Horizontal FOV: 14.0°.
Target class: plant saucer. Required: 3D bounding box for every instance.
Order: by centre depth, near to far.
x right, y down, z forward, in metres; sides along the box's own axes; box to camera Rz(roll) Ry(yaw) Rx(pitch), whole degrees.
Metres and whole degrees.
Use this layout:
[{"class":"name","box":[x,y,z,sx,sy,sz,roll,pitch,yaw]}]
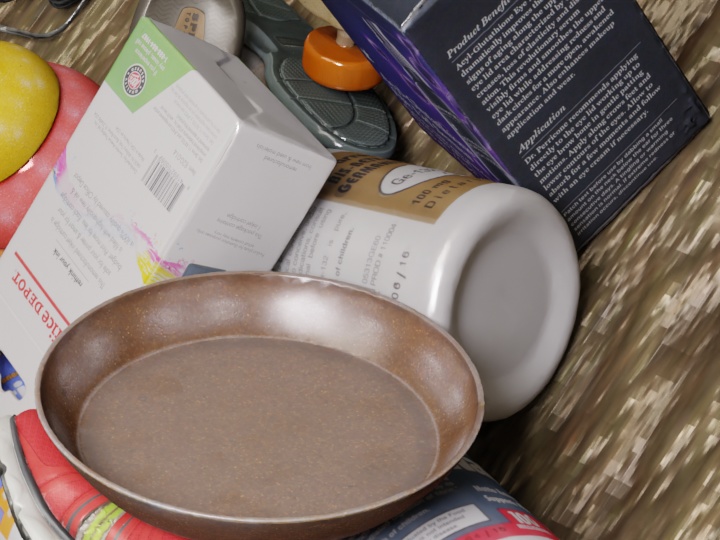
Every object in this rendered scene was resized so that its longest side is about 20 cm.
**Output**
[{"class":"plant saucer","box":[-0.045,0.065,1.304,0.199,0.035,0.201,3,30,-2]}]

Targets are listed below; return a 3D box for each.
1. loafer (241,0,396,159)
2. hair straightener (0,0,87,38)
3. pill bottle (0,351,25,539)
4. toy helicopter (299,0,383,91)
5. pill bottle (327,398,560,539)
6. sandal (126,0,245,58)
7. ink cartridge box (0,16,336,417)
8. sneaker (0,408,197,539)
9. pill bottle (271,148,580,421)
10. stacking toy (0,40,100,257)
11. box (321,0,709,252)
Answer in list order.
[{"class":"loafer","box":[-0.040,-0.091,1.602,0.200,0.071,0.063,54,127,49]},{"class":"hair straightener","box":[-0.151,-0.204,1.770,0.199,0.041,0.077,-34,45,10]},{"class":"pill bottle","box":[-0.169,0.088,1.515,0.112,0.112,0.200,-44,45,-1]},{"class":"toy helicopter","box":[-0.001,-0.182,1.612,0.132,0.079,0.200,-14,38,-28]},{"class":"pill bottle","box":[0.010,0.128,1.353,0.120,0.120,0.200,-46,45,-3]},{"class":"sandal","box":[-0.097,-0.063,1.555,0.055,0.081,0.201,-164,86,-76]},{"class":"ink cartridge box","box":[-0.109,-0.006,1.438,0.201,0.067,0.117,-58,41,14]},{"class":"sneaker","box":[-0.096,0.125,1.297,0.085,0.077,0.200,-31,48,-13]},{"class":"pill bottle","box":[0.000,0.000,1.459,0.199,0.114,0.115,13,67,41]},{"class":"stacking toy","box":[-0.195,-0.078,1.594,0.145,0.200,0.147,-19,49,23]},{"class":"box","box":[0.060,-0.128,1.449,0.104,0.200,0.148,-44,44,-3]}]
